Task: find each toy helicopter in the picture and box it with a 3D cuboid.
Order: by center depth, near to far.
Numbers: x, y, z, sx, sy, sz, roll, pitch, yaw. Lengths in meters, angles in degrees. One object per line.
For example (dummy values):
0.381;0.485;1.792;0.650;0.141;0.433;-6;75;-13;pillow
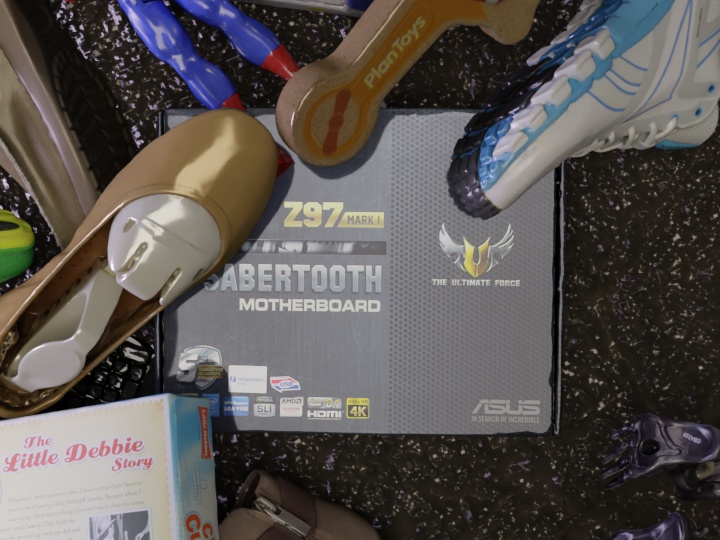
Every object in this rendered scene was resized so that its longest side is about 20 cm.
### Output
0.030;-0.133;0.891;0.200;0.079;0.132;-50;136;-3;toy helicopter

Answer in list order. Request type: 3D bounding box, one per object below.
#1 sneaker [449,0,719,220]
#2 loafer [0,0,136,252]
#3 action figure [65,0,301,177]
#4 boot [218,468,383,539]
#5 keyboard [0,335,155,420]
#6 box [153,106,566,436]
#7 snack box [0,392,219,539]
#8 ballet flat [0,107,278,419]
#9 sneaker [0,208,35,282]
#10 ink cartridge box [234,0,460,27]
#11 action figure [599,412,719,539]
0.123;-0.080;0.928;0.200;0.075;0.087;-46;106;-26;sneaker
-0.170;-0.089;0.974;0.067;0.076;0.201;-23;98;17;loafer
-0.097;-0.131;0.912;0.200;0.099;0.065;44;94;5;action figure
-0.032;0.187;0.939;0.146;0.200;0.070;41;122;-6;boot
-0.183;0.112;1.019;0.126;0.021;0.201;21;95;1;keyboard
0.000;0.000;0.981;0.199;0.051;0.159;1;92;2;box
-0.158;0.129;0.945;0.199;0.037;0.117;-10;78;28;snack box
-0.108;0.005;0.929;0.069;0.063;0.200;35;123;-21;ballet flat
-0.242;0.033;0.995;0.199;0.074;0.084;-29;108;6;sneaker
-0.037;-0.228;0.968;0.199;0.047;0.199;7;95;4;ink cartridge box
0.190;0.129;0.961;0.199;0.102;0.120;22;64;-36;action figure
